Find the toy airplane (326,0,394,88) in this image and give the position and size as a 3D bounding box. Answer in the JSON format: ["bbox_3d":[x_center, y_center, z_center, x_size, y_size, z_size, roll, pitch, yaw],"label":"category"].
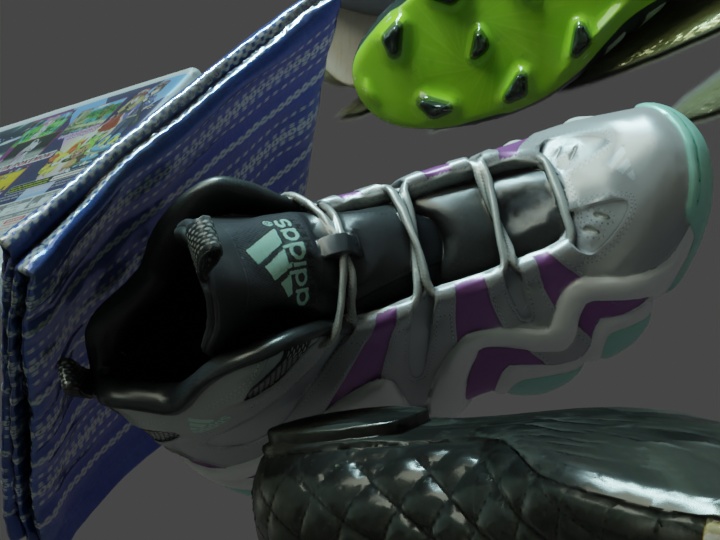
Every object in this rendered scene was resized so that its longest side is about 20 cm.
[{"bbox_3d":[0.020,-0.213,1.039,0.199,0.200,0.141,-36,9,-6],"label":"toy airplane"}]

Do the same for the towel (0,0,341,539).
[{"bbox_3d":[-0.063,0.007,0.769,0.145,0.024,0.200,-43,-18,-27],"label":"towel"}]

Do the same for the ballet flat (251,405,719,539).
[{"bbox_3d":[0.049,0.068,0.624,0.066,0.057,0.199,-15,9,-43],"label":"ballet flat"}]

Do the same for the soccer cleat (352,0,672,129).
[{"bbox_3d":[0.089,-0.117,0.940,0.199,0.068,0.081,-30,4,7],"label":"soccer cleat"}]

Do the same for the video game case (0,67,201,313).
[{"bbox_3d":[-0.190,-0.027,1.184,0.200,0.023,0.182,-12,30,46],"label":"video game case"}]

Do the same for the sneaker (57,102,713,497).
[{"bbox_3d":[0.000,0.000,0.686,0.200,0.140,0.078,-34,60,18],"label":"sneaker"}]
